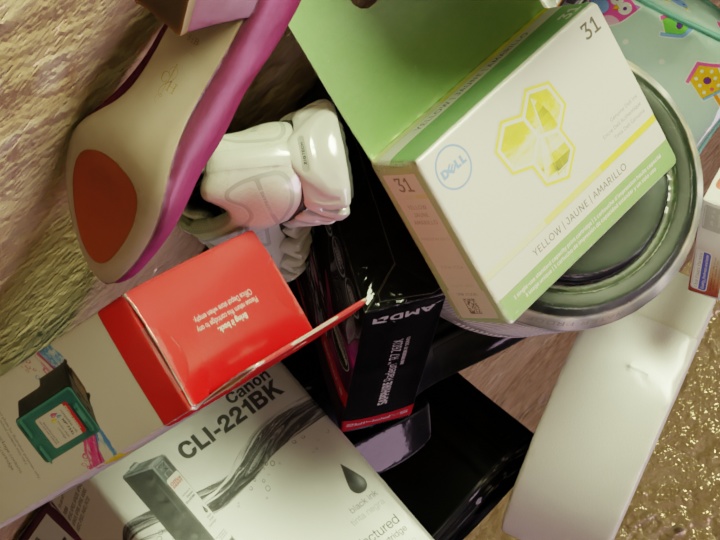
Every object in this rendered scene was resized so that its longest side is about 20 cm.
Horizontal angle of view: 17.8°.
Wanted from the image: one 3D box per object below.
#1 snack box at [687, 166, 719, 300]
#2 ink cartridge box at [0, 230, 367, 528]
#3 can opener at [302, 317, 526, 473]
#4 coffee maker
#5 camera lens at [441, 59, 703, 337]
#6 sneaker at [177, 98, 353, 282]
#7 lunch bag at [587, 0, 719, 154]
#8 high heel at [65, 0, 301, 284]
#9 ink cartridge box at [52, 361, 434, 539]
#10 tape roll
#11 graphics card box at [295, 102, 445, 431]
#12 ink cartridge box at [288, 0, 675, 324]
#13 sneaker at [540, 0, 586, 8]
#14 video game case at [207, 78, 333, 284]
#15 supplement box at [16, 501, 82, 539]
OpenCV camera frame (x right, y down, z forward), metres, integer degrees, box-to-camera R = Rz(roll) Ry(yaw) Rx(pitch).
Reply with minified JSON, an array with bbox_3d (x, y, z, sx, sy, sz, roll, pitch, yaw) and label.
[{"bbox_3d":[0.241,-0.072,1.366,0.072,0.024,0.200,91,24,-43],"label":"snack box"},{"bbox_3d":[-0.106,0.047,1.145,0.200,0.067,0.116,-32,179,34],"label":"ink cartridge box"},{"bbox_3d":[0.043,0.054,1.447,0.200,0.063,0.079,-33,129,-26],"label":"can opener"},{"bbox_3d":[0.016,0.084,1.523,0.135,0.200,0.192,-35,162,-50],"label":"coffee maker"},{"bbox_3d":[0.099,-0.042,1.335,0.160,0.160,0.200,-47,-175,-9],"label":"camera lens"},{"bbox_3d":[-0.063,-0.037,1.214,0.081,0.075,0.200,-10,166,-15],"label":"sneaker"},{"bbox_3d":[0.143,-0.113,1.481,0.200,0.160,0.077,-56,-164,27],"label":"lunch bag"},{"bbox_3d":[-0.068,-0.077,1.029,0.096,0.067,0.200,-23,150,-42],"label":"high heel"},{"bbox_3d":[-0.074,0.143,1.354,0.144,0.200,0.084,-35,165,-27],"label":"ink cartridge box"},{"bbox_3d":[0.161,0.090,1.479,0.202,0.071,0.202,24,90,-81],"label":"tape roll"},{"bbox_3d":[0.000,0.000,1.294,0.051,0.126,0.200,-12,160,-11],"label":"graphics card box"},{"bbox_3d":[0.061,-0.094,1.159,0.146,0.200,0.048,-42,-155,-27],"label":"ink cartridge box"},{"bbox_3d":[0.111,-0.184,1.353,0.200,0.078,0.077,-35,172,-29],"label":"sneaker"},{"bbox_3d":[-0.033,-0.050,1.372,0.200,0.019,0.143,-56,166,28],"label":"video game case"},{"bbox_3d":[-0.124,0.229,1.483,0.103,0.200,0.131,-53,167,23],"label":"supplement box"}]
